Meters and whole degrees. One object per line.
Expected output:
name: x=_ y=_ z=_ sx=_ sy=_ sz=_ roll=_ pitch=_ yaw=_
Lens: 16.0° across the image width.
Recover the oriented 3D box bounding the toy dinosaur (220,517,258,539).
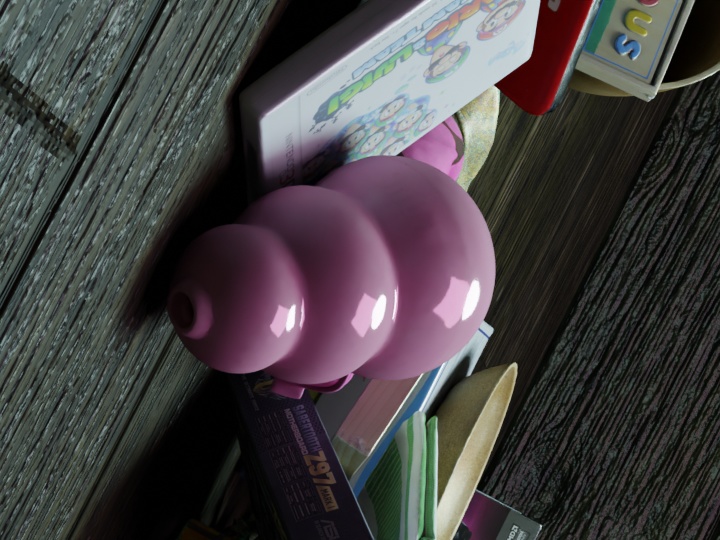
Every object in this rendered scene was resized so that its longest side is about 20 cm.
toy dinosaur: x=-0.090 y=0.214 z=1.824 sx=0.102 sy=0.077 sz=0.200 roll=-38 pitch=-165 yaw=29

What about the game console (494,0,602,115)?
game console: x=0.130 y=-0.230 z=1.656 sx=0.118 sy=0.172 sz=0.201 roll=-14 pitch=136 yaw=-42

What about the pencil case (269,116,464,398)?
pencil case: x=-0.006 y=-0.018 z=1.560 sx=0.094 sy=0.090 sz=0.200 roll=89 pitch=25 yaw=-48

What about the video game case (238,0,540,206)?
video game case: x=0.020 y=-0.109 z=1.410 sx=0.200 sy=0.024 sz=0.182 roll=-37 pitch=163 yaw=-13

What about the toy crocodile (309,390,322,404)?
toy crocodile: x=0.000 y=0.000 z=1.695 sx=0.201 sy=0.067 sz=0.062 roll=-64 pitch=171 yaw=-1

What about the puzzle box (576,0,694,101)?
puzzle box: x=0.182 y=-0.234 z=1.794 sx=0.025 sy=0.132 sz=0.201 roll=141 pitch=-29 yaw=-77

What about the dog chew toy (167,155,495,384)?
dog chew toy: x=-0.021 y=0.005 z=1.387 sx=0.199 sy=0.125 sz=0.125 roll=-11 pitch=133 yaw=-43

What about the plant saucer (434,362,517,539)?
plant saucer: x=0.060 y=0.153 z=1.888 sx=0.200 sy=0.035 sz=0.201 roll=90 pitch=26 yaw=-67

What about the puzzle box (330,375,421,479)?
puzzle box: x=0.019 y=0.076 z=1.677 sx=0.133 sy=0.025 sz=0.200 roll=-57 pitch=178 yaw=-14

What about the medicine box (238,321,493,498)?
medicine box: x=0.009 y=0.095 z=1.895 sx=0.183 sy=0.103 sz=0.200 roll=-63 pitch=170 yaw=-1

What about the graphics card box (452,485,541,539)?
graphics card box: x=0.029 y=0.210 z=2.014 sx=0.126 sy=0.199 sz=0.051 roll=-62 pitch=176 yaw=-4

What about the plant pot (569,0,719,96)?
plant pot: x=0.185 y=-0.206 z=1.904 sx=0.187 sy=0.186 sz=0.200 roll=-61 pitch=-174 yaw=-12

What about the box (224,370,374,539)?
box: x=-0.027 y=0.173 z=1.585 sx=0.200 sy=0.051 sz=0.158 roll=-117 pitch=-167 yaw=-50

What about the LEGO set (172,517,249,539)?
LEGO set: x=-0.109 y=0.271 z=1.680 sx=0.201 sy=0.115 sz=0.154 roll=-63 pitch=171 yaw=2

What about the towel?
towel: x=-0.004 y=0.207 z=1.714 sx=0.200 sy=0.023 sz=0.153 roll=-56 pitch=-162 yaw=30

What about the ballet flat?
ballet flat: x=0.049 y=-0.079 z=1.777 sx=0.071 sy=0.070 sz=0.200 roll=-56 pitch=168 yaw=-40
